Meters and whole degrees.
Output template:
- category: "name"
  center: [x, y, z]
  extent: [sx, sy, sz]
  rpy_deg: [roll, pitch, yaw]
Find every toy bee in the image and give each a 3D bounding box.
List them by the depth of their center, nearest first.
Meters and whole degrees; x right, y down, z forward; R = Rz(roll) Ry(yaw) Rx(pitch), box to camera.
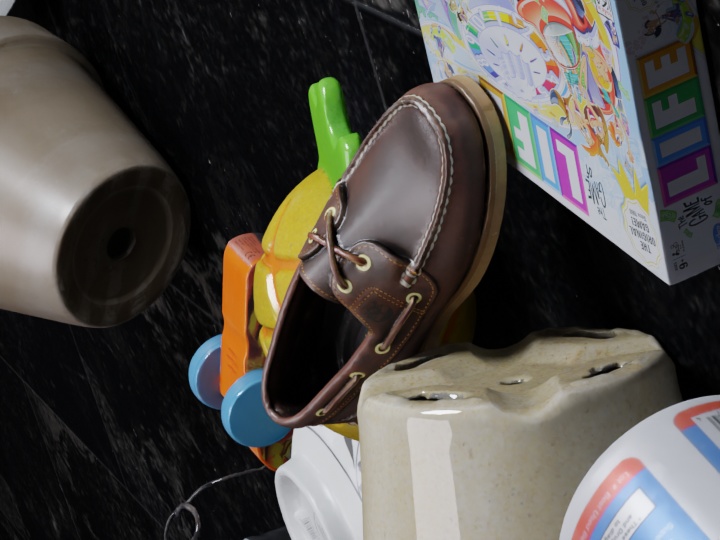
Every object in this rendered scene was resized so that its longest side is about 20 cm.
- category: "toy bee"
  center: [-0.047, 0.072, 1.715]
  extent: [0.200, 0.109, 0.131]
  rpy_deg: [-63, 39, 38]

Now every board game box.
- category: "board game box"
  center: [0.076, -0.093, 1.151]
  extent: [0.200, 0.034, 0.135]
  rpy_deg: [42, 151, 56]

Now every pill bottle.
- category: "pill bottle"
  center: [0.166, 0.142, 1.053]
  extent: [0.200, 0.112, 0.112]
  rpy_deg: [50, 158, 48]

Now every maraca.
- category: "maraca"
  center: [0.000, 0.000, 1.398]
  extent: [0.137, 0.107, 0.200]
  rpy_deg: [-115, 13, -47]

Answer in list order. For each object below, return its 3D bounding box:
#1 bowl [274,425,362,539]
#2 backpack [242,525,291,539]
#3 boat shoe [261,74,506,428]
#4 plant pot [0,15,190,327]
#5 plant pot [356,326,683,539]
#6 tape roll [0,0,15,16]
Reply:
- category: "bowl"
  center: [0.014, 0.127, 1.565]
  extent: [0.201, 0.094, 0.201]
  rpy_deg: [57, 161, 32]
- category: "backpack"
  center: [-0.007, 0.263, 1.750]
  extent: [0.178, 0.150, 0.200]
  rpy_deg: [51, 163, 39]
- category: "boat shoe"
  center: [0.007, 0.000, 1.252]
  extent: [0.070, 0.070, 0.200]
  rpy_deg: [56, 145, 33]
- category: "plant pot"
  center: [-0.210, -0.049, 1.926]
  extent: [0.173, 0.200, 0.200]
  rpy_deg: [28, 142, 39]
- category: "plant pot"
  center: [0.077, 0.127, 1.224]
  extent: [0.200, 0.200, 0.184]
  rpy_deg: [-159, 59, -69]
- category: "tape roll"
  center: [-0.340, -0.226, 2.022]
  extent: [0.203, 0.203, 0.139]
  rpy_deg: [67, 164, -3]
